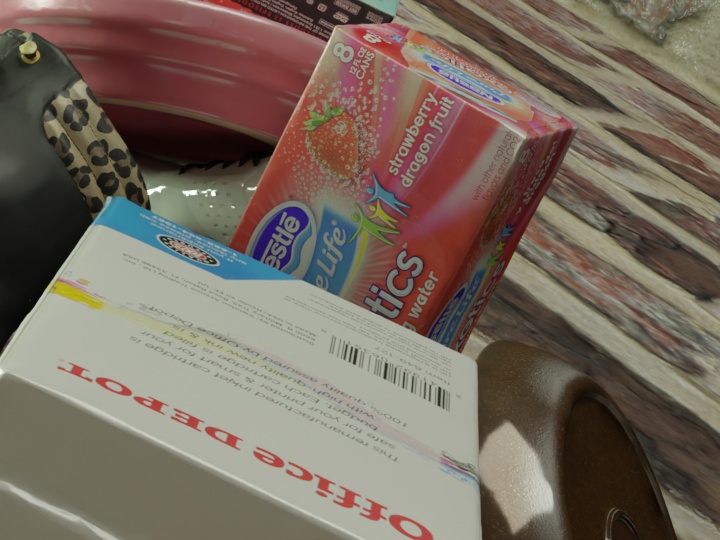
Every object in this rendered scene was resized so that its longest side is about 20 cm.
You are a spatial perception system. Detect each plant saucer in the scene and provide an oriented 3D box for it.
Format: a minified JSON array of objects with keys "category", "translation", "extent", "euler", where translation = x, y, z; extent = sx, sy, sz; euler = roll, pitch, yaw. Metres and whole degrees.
[{"category":"plant saucer","translation":[0.090,0.119,0.801],"extent":[0.200,0.032,0.201],"euler":[51,29,-44]},{"category":"plant saucer","translation":[-0.096,-0.092,1.080],"extent":[0.199,0.051,0.201],"euler":[11,-8,1]}]

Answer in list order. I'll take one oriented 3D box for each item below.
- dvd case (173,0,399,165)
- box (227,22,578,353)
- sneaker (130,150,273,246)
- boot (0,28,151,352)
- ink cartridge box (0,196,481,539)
[{"category":"dvd case","translation":[-0.083,-0.107,1.188],"extent":[0.145,0.200,0.022],"euler":[25,42,-8]},{"category":"box","translation":[0.000,0.000,0.952],"extent":[0.102,0.201,0.095],"euler":[32,16,14]},{"category":"sneaker","translation":[-0.054,-0.031,1.075],"extent":[0.199,0.081,0.074],"euler":[23,23,33]},{"category":"boot","translation":[-0.186,-0.047,0.823],"extent":[0.200,0.073,0.150],"euler":[50,56,1]},{"category":"ink cartridge box","translation":[-0.056,0.090,0.670],"extent":[0.146,0.145,0.200],"euler":[25,15,-3]}]
